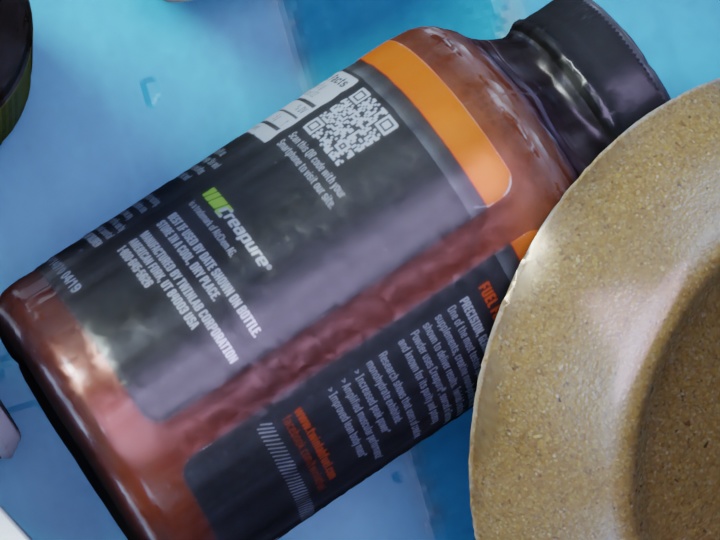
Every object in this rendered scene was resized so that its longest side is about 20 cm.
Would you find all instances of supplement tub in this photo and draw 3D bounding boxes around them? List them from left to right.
[{"bbox_3d":[0.000,0.000,0.870,0.199,0.107,0.107,-33,92,-8],"label":"supplement tub"}]

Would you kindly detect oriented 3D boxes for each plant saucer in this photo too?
[{"bbox_3d":[0.122,0.042,0.871,0.199,0.035,0.202,-12,111,-32],"label":"plant saucer"}]

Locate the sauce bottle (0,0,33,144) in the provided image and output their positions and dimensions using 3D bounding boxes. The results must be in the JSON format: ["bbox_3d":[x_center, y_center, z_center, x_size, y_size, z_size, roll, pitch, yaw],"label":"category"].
[{"bbox_3d":[-0.121,-0.066,0.810,0.064,0.200,0.065,1,84,-7],"label":"sauce bottle"}]

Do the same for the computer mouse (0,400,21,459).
[{"bbox_3d":[-0.149,0.001,0.813,0.044,0.200,0.110,-34,53,-7],"label":"computer mouse"}]

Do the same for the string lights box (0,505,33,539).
[{"bbox_3d":[-0.159,0.152,0.836,0.200,0.103,0.059,-44,60,-8],"label":"string lights box"}]
